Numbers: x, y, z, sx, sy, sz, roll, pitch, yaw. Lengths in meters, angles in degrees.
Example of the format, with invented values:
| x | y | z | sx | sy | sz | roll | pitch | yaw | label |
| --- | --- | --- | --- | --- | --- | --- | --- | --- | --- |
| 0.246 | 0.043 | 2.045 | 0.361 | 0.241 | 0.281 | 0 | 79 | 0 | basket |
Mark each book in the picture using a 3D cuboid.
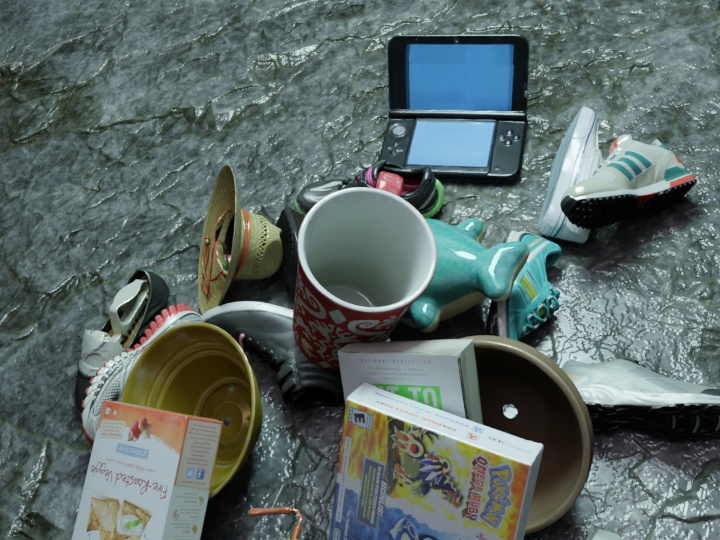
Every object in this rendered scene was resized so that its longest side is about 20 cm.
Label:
| x | y | z | sx | sy | sz | roll | pitch | yaw | label |
| --- | --- | --- | --- | --- | --- | --- | --- | --- | --- |
| 0.054 | 0.170 | 0.831 | 0.133 | 0.201 | 0.048 | -3 | 12 | 27 | book |

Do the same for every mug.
| x | y | z | sx | sy | sz | roll | pitch | yaw | label |
| --- | --- | --- | --- | --- | --- | --- | --- | --- | --- |
| 0.006 | 0.009 | 0.892 | 0.133 | 0.200 | 0.177 | 44 | 64 | 12 | mug |

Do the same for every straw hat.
| x | y | z | sx | sy | sz | roll | pitch | yaw | label |
| --- | --- | --- | --- | --- | --- | --- | --- | --- | --- |
| -0.143 | -0.030 | 1.065 | 0.085 | 0.201 | 0.202 | 8 | 49 | -21 | straw hat |

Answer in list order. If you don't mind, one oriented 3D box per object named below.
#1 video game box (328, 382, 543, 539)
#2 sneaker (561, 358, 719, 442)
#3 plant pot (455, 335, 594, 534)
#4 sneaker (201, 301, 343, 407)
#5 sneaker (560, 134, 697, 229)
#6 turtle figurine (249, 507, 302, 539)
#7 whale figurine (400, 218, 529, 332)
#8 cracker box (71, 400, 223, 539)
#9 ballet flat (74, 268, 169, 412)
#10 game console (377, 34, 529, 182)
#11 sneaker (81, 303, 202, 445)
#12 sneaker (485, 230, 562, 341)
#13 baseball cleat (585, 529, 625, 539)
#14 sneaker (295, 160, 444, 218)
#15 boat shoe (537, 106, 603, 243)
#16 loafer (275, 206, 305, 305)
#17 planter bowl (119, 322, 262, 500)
| x | y | z | sx | sy | sz | roll | pitch | yaw | label |
| --- | --- | --- | --- | --- | --- | --- | --- | --- | --- |
| 0.063 | 0.227 | 0.794 | 0.182 | 0.201 | 0.047 | 15 | 22 | 21 | video game box |
| 0.302 | 0.128 | 0.887 | 0.199 | 0.074 | 0.080 | 4 | 49 | 16 | sneaker |
| 0.141 | 0.157 | 0.859 | 0.200 | 0.202 | 0.093 | 17 | 17 | 24 | plant pot |
| -0.098 | 0.100 | 0.981 | 0.199 | 0.071 | 0.099 | 10 | 56 | 5 | sneaker |
| 0.312 | -0.114 | 1.031 | 0.199 | 0.070 | 0.094 | -12 | 63 | -24 | sneaker |
| -0.114 | 0.339 | 0.824 | 0.200 | 0.064 | 0.162 | -34 | 49 | 10 | turtle figurine |
| 0.095 | -0.006 | 0.969 | 0.200 | 0.104 | 0.159 | -3 | 49 | 54 | whale figurine |
| -0.223 | 0.241 | 0.857 | 0.134 | 0.058 | 0.201 | 1 | 77 | 36 | cracker box |
| -0.309 | 0.080 | 1.059 | 0.068 | 0.069 | 0.201 | 9 | 56 | 20 | ballet flat |
| 0.125 | -0.223 | 1.160 | 0.199 | 0.119 | 0.171 | 4 | 54 | 16 | game console |
| -0.249 | 0.127 | 1.005 | 0.082 | 0.078 | 0.200 | 27 | 63 | 27 | sneaker |
| 0.192 | 0.036 | 0.981 | 0.079 | 0.078 | 0.201 | 13 | 58 | 8 | sneaker |
| 0.210 | 0.330 | 0.755 | 0.106 | 0.070 | 0.200 | 21 | 62 | 26 | baseball cleat |
| 0.010 | -0.111 | 1.122 | 0.199 | 0.084 | 0.077 | -5 | 52 | 8 | sneaker |
| 0.282 | -0.118 | 1.088 | 0.067 | 0.074 | 0.201 | 23 | 67 | 0 | boat shoe |
| -0.062 | -0.004 | 1.077 | 0.071 | 0.073 | 0.200 | 8 | 38 | -30 | loafer |
| -0.170 | 0.163 | 0.936 | 0.200 | 0.083 | 0.201 | -10 | 71 | 30 | planter bowl |
